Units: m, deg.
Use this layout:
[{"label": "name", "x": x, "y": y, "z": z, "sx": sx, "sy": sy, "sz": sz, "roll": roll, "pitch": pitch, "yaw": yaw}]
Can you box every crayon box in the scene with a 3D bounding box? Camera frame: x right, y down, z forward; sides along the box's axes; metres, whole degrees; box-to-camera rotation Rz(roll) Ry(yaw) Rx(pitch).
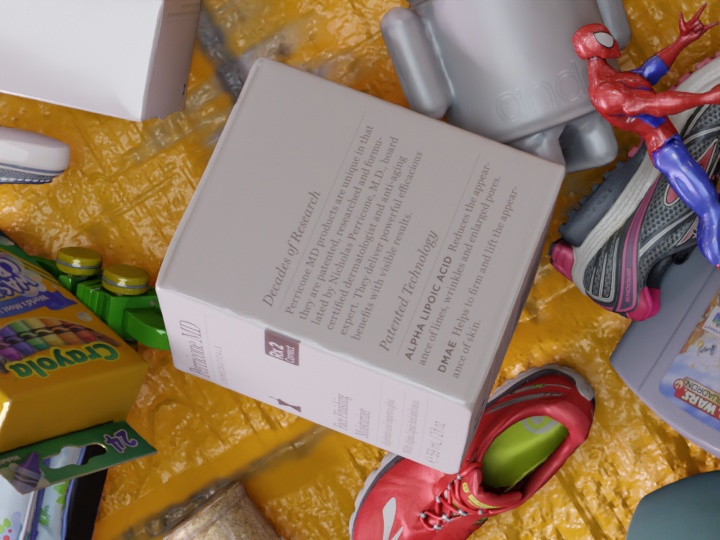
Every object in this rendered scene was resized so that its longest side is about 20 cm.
[{"label": "crayon box", "x": -0.225, "y": 0.049, "z": 1.408, "sx": 0.200, "sy": 0.126, "sz": 0.052, "roll": 40, "pitch": 119, "yaw": 25}]

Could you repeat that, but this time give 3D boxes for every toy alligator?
[{"label": "toy alligator", "x": -0.187, "y": 0.013, "z": 1.488, "sx": 0.200, "sy": 0.054, "sz": 0.059, "roll": 20, "pitch": 108, "yaw": 33}]

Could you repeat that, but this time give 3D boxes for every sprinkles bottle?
[{"label": "sprinkles bottle", "x": -0.047, "y": 0.237, "z": 1.491, "sx": 0.068, "sy": 0.068, "sz": 0.200, "roll": -38, "pitch": 90, "yaw": 13}]

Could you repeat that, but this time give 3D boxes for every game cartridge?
[{"label": "game cartridge", "x": 0.247, "y": 0.054, "z": 1.358, "sx": 0.200, "sy": 0.042, "sz": 0.133, "roll": 29, "pitch": 82, "yaw": 45}]

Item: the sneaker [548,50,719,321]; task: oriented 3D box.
[{"label": "sneaker", "x": 0.207, "y": -0.060, "z": 1.388, "sx": 0.075, "sy": 0.081, "sz": 0.200, "roll": 41, "pitch": 103, "yaw": 20}]

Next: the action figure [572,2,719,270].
[{"label": "action figure", "x": 0.208, "y": -0.078, "z": 1.318, "sx": 0.099, "sy": 0.065, "sz": 0.200, "roll": -39, "pitch": 95, "yaw": 6}]

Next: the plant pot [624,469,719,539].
[{"label": "plant pot", "x": 0.244, "y": 0.212, "z": 1.377, "sx": 0.161, "sy": 0.201, "sz": 0.201, "roll": 7, "pitch": 100, "yaw": 17}]

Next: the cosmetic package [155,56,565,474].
[{"label": "cosmetic package", "x": 0.000, "y": 0.000, "z": 1.370, "sx": 0.200, "sy": 0.165, "sz": 0.165, "roll": 20, "pitch": 71, "yaw": 7}]

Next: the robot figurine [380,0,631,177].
[{"label": "robot figurine", "x": 0.092, "y": -0.150, "z": 1.385, "sx": 0.170, "sy": 0.113, "sz": 0.200, "roll": -24, "pitch": 96, "yaw": -29}]

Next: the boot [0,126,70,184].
[{"label": "boot", "x": -0.289, "y": -0.054, "z": 1.489, "sx": 0.200, "sy": 0.073, "sz": 0.090, "roll": 8, "pitch": 98, "yaw": 18}]

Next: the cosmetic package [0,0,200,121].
[{"label": "cosmetic package", "x": -0.214, "y": -0.156, "z": 1.440, "sx": 0.200, "sy": 0.108, "sz": 0.085, "roll": 11, "pitch": 99, "yaw": 6}]

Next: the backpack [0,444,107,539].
[{"label": "backpack", "x": -0.280, "y": 0.139, "z": 1.477, "sx": 0.200, "sy": 0.147, "sz": 0.183, "roll": 15, "pitch": 99, "yaw": 10}]

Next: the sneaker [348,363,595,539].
[{"label": "sneaker", "x": 0.068, "y": 0.135, "z": 1.441, "sx": 0.200, "sy": 0.085, "sz": 0.077, "roll": -43, "pitch": 100, "yaw": 13}]
